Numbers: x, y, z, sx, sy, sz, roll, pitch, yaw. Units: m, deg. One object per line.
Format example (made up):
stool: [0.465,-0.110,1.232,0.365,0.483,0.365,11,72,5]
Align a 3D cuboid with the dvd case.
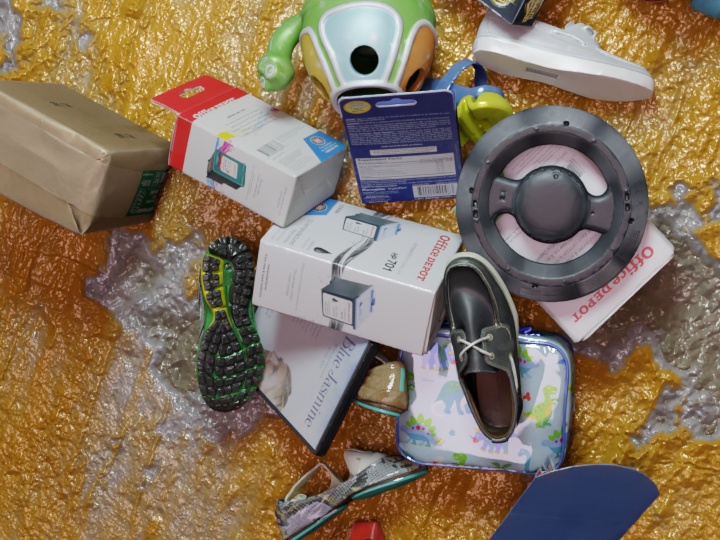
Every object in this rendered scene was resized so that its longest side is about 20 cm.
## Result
dvd case: [-0.067,0.095,1.411,0.200,0.017,0.144,40,108,45]

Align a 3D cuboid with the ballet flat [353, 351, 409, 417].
ballet flat: [-0.014,0.116,1.409,0.199,0.067,0.073,3,76,53]

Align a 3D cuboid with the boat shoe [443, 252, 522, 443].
boat shoe: [0.129,0.080,1.298,0.071,0.068,0.203,-9,106,18]

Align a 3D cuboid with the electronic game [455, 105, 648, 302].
electronic game: [0.196,-0.068,1.289,0.197,0.042,0.203,1,96,10]

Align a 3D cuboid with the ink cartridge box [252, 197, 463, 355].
ink cartridge box: [0.000,0.000,1.370,0.197,0.147,0.087,15,119,11]

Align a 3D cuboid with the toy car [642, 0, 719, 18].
toy car: [0.308,-0.359,1.234,0.183,0.200,0.179,27,102,8]

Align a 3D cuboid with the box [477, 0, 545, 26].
box: [0.133,-0.375,1.304,0.200,0.046,0.160,40,118,26]

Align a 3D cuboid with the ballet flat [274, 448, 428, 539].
ballet flat: [-0.018,0.247,1.455,0.199,0.072,0.073,-29,90,13]

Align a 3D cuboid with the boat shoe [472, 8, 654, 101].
boat shoe: [0.221,-0.234,1.341,0.197,0.072,0.069,14,79,8]

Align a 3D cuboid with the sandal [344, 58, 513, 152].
sandal: [0.074,-0.173,1.385,0.198,0.080,0.088,-14,58,21]

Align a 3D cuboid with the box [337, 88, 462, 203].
box: [0.047,-0.138,1.327,0.119,0.201,0.033,-3,62,6]

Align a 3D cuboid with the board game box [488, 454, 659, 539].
board game box: [0.228,0.256,1.372,0.156,0.039,0.201,8,135,-19]

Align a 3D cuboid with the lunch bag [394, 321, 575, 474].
lunch bag: [0.140,0.138,1.395,0.197,0.082,0.163,3,98,13]

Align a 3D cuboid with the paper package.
paper package: [-0.330,-0.129,1.410,0.189,0.200,0.104,28,102,9]

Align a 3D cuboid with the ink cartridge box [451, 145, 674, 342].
ink cartridge box: [0.220,-0.046,1.352,0.146,0.084,0.200,-43,87,13]

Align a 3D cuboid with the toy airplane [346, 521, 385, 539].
toy airplane: [0.006,0.417,1.431,0.200,0.141,0.200,-50,52,2]

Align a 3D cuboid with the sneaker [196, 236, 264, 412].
sneaker: [-0.153,0.063,1.455,0.077,0.085,0.203,2,89,-11]

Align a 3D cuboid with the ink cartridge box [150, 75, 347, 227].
ink cartridge box: [-0.130,-0.137,1.393,0.198,0.116,0.068,29,124,18]

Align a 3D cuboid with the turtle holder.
turtle holder: [-0.010,-0.239,1.332,0.183,0.141,0.134,8,67,-15]
